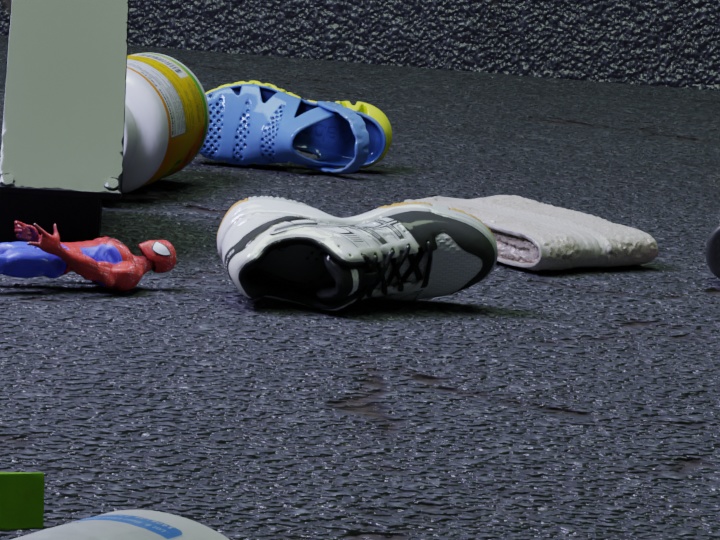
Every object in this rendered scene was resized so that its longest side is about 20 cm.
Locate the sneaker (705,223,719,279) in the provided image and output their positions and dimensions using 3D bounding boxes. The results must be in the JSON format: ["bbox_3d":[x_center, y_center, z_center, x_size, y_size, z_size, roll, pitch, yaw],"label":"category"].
[{"bbox_3d":[0.374,-0.018,2.255,0.200,0.068,0.108,5,12,19],"label":"sneaker"}]

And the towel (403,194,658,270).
[{"bbox_3d":[0.130,-0.033,2.337,0.132,0.035,0.199,-4,13,-37],"label":"towel"}]

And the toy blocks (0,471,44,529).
[{"bbox_3d":[-0.259,0.092,1.322,0.199,0.101,0.137,0,-1,-25],"label":"toy blocks"}]

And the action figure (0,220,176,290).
[{"bbox_3d":[-0.222,-0.009,2.020,0.199,0.052,0.065,3,6,-24],"label":"action figure"}]

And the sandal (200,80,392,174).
[{"bbox_3d":[-0.066,-0.129,2.697,0.198,0.080,0.087,2,13,-5],"label":"sandal"}]

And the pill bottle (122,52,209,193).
[{"bbox_3d":[-0.207,-0.123,2.489,0.110,0.112,0.200,6,10,13],"label":"pill bottle"}]

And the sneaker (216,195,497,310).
[{"bbox_3d":[0.000,0.000,2.034,0.198,0.076,0.088,1,26,-7],"label":"sneaker"}]

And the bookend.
[{"bbox_3d":[-0.228,-0.083,2.230,0.091,0.199,0.201,3,54,-5],"label":"bookend"}]

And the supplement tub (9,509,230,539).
[{"bbox_3d":[-0.113,0.150,0.876,0.131,0.133,0.200,10,11,33],"label":"supplement tub"}]
